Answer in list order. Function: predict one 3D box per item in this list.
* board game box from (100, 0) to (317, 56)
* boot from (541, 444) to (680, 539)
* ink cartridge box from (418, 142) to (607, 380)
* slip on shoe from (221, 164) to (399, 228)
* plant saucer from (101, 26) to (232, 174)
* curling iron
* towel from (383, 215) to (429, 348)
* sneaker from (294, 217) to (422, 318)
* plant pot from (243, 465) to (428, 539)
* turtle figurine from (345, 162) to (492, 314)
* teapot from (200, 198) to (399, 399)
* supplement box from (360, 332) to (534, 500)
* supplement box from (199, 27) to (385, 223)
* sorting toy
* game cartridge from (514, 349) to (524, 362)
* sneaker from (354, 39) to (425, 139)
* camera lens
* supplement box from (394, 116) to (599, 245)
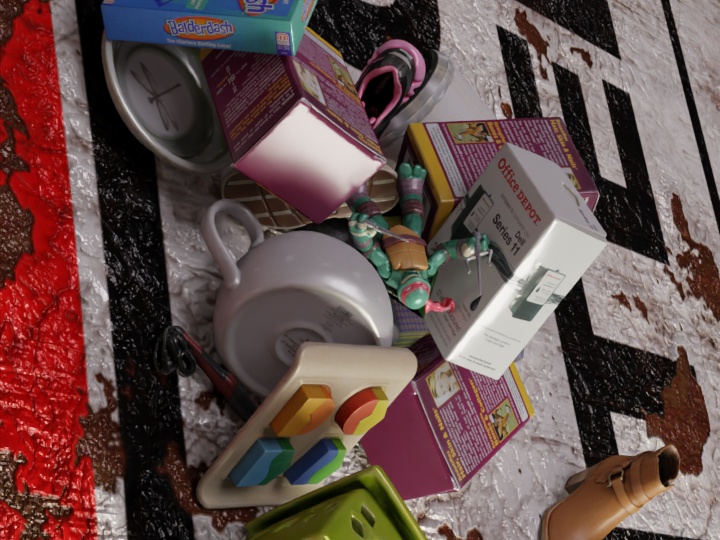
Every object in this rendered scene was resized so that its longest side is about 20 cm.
[{"bbox_3d":[-0.143,-0.285,1.589,0.153,0.197,0.045,-73,165,-45],"label":"board game box"},{"bbox_3d":[0.316,0.298,1.950,0.077,0.154,0.200,57,35,-11],"label":"boot"},{"bbox_3d":[0.150,-0.011,1.664,0.082,0.201,0.147,21,26,-34],"label":"ink cartridge box"},{"bbox_3d":[-0.056,-0.092,1.725,0.061,0.197,0.077,-124,-150,-68],"label":"slip on shoe"},{"bbox_3d":[-0.205,-0.188,1.650,0.199,0.050,0.202,30,48,-40],"label":"plant saucer"},{"bbox_3d":[-0.138,0.126,1.573,0.200,0.025,0.050,47,59,-32],"label":"curling iron"},{"bbox_3d":[0.034,0.025,1.863,0.143,0.023,0.203,0,70,-54],"label":"towel"},{"bbox_3d":[0.000,0.000,1.773,0.200,0.073,0.112,48,57,3],"label":"sneaker"},{"bbox_3d":[-0.027,0.308,1.464,0.200,0.199,0.182,57,30,-9],"label":"plant pot"},{"bbox_3d":[0.045,-0.028,1.628,0.148,0.101,0.201,8,38,-26],"label":"turtle figurine"},{"bbox_3d":[-0.059,0.030,1.607,0.147,0.194,0.202,-88,176,-51],"label":"teapot"},{"bbox_3d":[0.091,0.153,1.752,0.199,0.102,0.132,-32,102,-53],"label":"supplement box"},{"bbox_3d":[-0.072,-0.168,1.618,0.130,0.103,0.201,35,23,-38],"label":"supplement box"},{"bbox_3d":[-0.047,0.158,1.535,0.184,0.201,0.037,7,35,-51],"label":"sorting toy"},{"bbox_3d":[0.174,0.006,2.051,0.130,0.038,0.202,44,39,-34],"label":"game cartridge"},{"bbox_3d":[-0.001,-0.168,1.788,0.078,0.201,0.096,30,23,-2],"label":"sneaker"},{"bbox_3d":[0.089,-0.155,1.925,0.200,0.159,0.161,47,38,-24],"label":"camera lens"},{"bbox_3d":[0.151,-0.093,1.791,0.197,0.104,0.132,-3,47,-18],"label":"supplement box"}]
